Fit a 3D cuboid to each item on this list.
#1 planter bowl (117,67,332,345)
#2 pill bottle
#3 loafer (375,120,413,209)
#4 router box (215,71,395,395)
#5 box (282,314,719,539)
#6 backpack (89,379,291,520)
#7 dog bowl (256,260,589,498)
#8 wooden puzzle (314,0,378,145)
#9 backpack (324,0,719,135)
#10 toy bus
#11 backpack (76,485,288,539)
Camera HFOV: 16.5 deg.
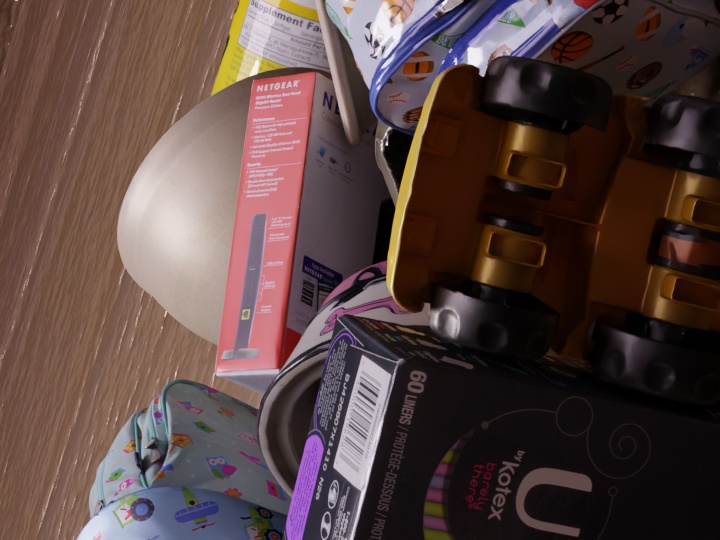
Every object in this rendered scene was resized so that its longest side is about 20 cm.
[{"bbox_3d":[-0.045,-0.016,1.675,0.135,0.200,0.201,50,131,33],"label":"planter bowl"},{"bbox_3d":[-0.041,-0.167,1.837,0.114,0.114,0.201,-124,49,-65],"label":"pill bottle"},{"bbox_3d":[0.057,-0.005,1.370,0.075,0.200,0.070,-28,0,18],"label":"loafer"},{"bbox_3d":[0.000,0.000,1.486,0.049,0.200,0.180,-4,72,34],"label":"router box"},{"bbox_3d":[0.080,0.105,1.163,0.106,0.199,0.123,-146,69,-70],"label":"box"},{"bbox_3d":[-0.106,0.166,1.653,0.127,0.167,0.200,-50,22,13],"label":"backpack"},{"bbox_3d":[0.050,0.071,1.305,0.200,0.200,0.074,124,165,-49],"label":"dog bowl"},{"bbox_3d":[0.059,-0.179,1.392,0.046,0.200,0.186,38,156,34],"label":"wooden puzzle"},{"bbox_3d":[0.085,-0.142,1.284,0.190,0.200,0.155,-31,62,32],"label":"backpack"},{"bbox_3d":[0.105,-0.027,1.195,0.192,0.199,0.136,-140,64,-78],"label":"toy bus"},{"bbox_3d":[-0.068,0.212,1.316,0.135,0.199,0.183,-83,18,-51],"label":"backpack"}]
